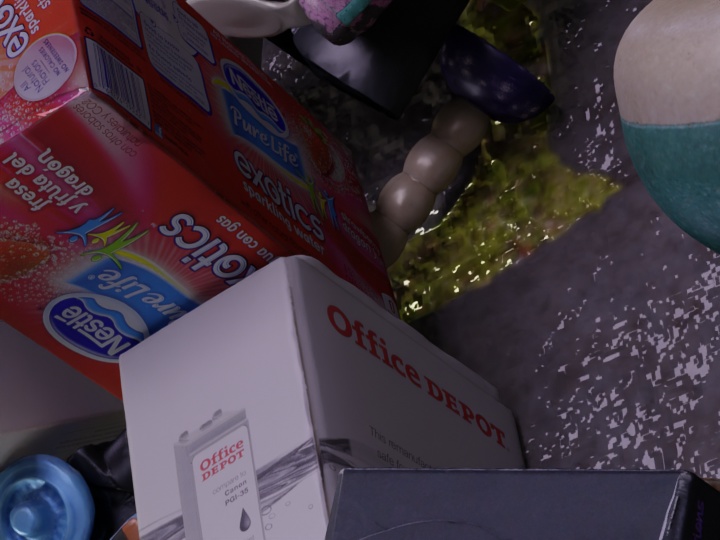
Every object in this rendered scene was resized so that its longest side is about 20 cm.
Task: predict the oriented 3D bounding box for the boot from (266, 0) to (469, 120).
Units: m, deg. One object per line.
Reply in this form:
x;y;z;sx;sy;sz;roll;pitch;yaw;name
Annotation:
0.055;-0.145;0.928;0.200;0.066;0.165;-51;36;-2;boot

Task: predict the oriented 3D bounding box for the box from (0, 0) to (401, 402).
-0.079;-0.029;0.870;0.095;0.200;0.100;-30;51;18;box

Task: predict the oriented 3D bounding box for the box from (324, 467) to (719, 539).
0.085;0.139;0.713;0.122;0.200;0.107;-4;63;39;box

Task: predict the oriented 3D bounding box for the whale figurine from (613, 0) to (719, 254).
0.186;-0.059;0.818;0.199;0.104;0.159;-10;13;12;whale figurine

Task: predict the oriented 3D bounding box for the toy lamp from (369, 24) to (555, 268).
0.000;0.000;0.969;0.058;0.058;0.201;35;91;46;toy lamp

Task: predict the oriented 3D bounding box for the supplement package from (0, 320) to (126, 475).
-0.226;0.076;0.990;0.200;0.191;0.147;-45;80;11;supplement package

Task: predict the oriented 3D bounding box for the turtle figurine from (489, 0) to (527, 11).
0.021;-0.181;1.045;0.161;0.064;0.200;25;71;38;turtle figurine

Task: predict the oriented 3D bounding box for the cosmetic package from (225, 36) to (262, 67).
-0.146;-0.079;1.011;0.198;0.101;0.072;6;97;5;cosmetic package

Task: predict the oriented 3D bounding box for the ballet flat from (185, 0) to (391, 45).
-0.056;-0.126;0.933;0.200;0.069;0.071;25;75;48;ballet flat

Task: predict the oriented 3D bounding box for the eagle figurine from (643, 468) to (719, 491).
0.205;0.024;0.721;0.151;0.151;0.200;51;125;16;eagle figurine

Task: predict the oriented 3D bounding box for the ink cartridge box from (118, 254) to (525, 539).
0.001;0.117;0.835;0.083;0.146;0.201;-30;49;23;ink cartridge box

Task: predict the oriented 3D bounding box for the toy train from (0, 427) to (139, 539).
-0.120;0.152;0.950;0.200;0.087;0.114;-47;73;19;toy train
